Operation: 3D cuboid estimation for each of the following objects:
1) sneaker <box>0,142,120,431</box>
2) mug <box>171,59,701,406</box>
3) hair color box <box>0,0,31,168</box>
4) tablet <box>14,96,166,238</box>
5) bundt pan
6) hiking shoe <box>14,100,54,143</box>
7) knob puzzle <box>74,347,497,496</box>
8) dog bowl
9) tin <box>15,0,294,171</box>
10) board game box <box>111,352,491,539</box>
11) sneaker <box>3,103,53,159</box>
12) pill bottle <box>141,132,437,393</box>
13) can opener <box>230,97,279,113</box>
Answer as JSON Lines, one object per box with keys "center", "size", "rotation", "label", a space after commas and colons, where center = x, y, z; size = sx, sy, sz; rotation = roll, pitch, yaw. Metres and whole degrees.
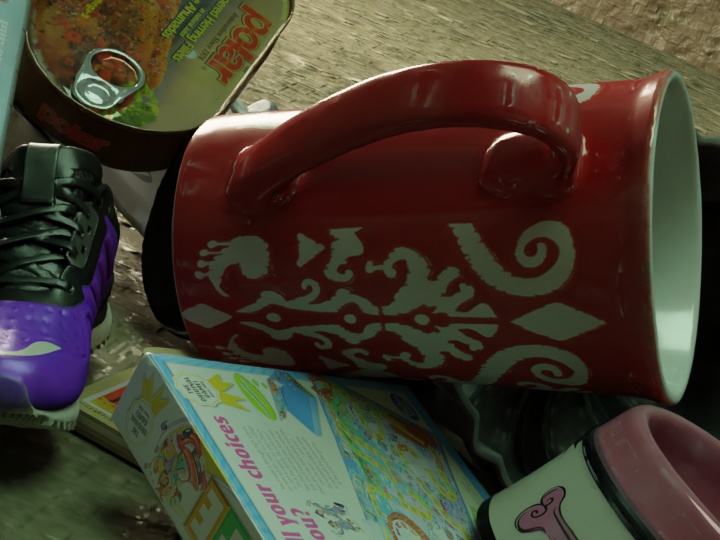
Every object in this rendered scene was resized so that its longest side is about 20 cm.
{"center": [-0.139, -0.002, 0.861], "size": [0.069, 0.100, 0.200], "rotation": [9, 14, -3], "label": "sneaker"}
{"center": [0.029, -0.031, 0.849], "size": [0.200, 0.178, 0.133], "rotation": [0, 36, 18], "label": "mug"}
{"center": [-0.174, -0.029, 0.781], "size": [0.061, 0.099, 0.200], "rotation": [18, 41, -17], "label": "hair color box"}
{"center": [-0.121, -0.057, 1.109], "size": [0.200, 0.014, 0.130], "rotation": [47, 14, -5], "label": "tablet"}
{"center": [0.111, 0.023, 0.998], "size": [0.202, 0.202, 0.076], "rotation": [15, -1, -28], "label": "bundt pan"}
{"center": [-0.205, -0.114, 1.165], "size": [0.076, 0.101, 0.200], "rotation": [32, 17, 28], "label": "hiking shoe"}
{"center": [-0.013, 0.075, 0.931], "size": [0.219, 0.030, 0.220], "rotation": [21, 15, -6], "label": "knob puzzle"}
{"center": [0.142, 0.131, 0.773], "size": [0.200, 0.074, 0.200], "rotation": [38, 13, -11], "label": "dog bowl"}
{"center": [-0.106, -0.123, 1.077], "size": [0.112, 0.042, 0.200], "rotation": [28, 40, 2], "label": "tin"}
{"center": [0.006, 0.110, 0.767], "size": [0.134, 0.034, 0.200], "rotation": [11, 29, -38], "label": "board game box"}
{"center": [-0.208, -0.060, 1.055], "size": [0.073, 0.085, 0.200], "rotation": [44, -2, 15], "label": "sneaker"}
{"center": [0.000, 0.000, 1.041], "size": [0.200, 0.112, 0.112], "rotation": [16, 16, -36], "label": "pill bottle"}
{"center": [-0.062, -0.066, 1.181], "size": [0.200, 0.066, 0.053], "rotation": [49, 7, -36], "label": "can opener"}
